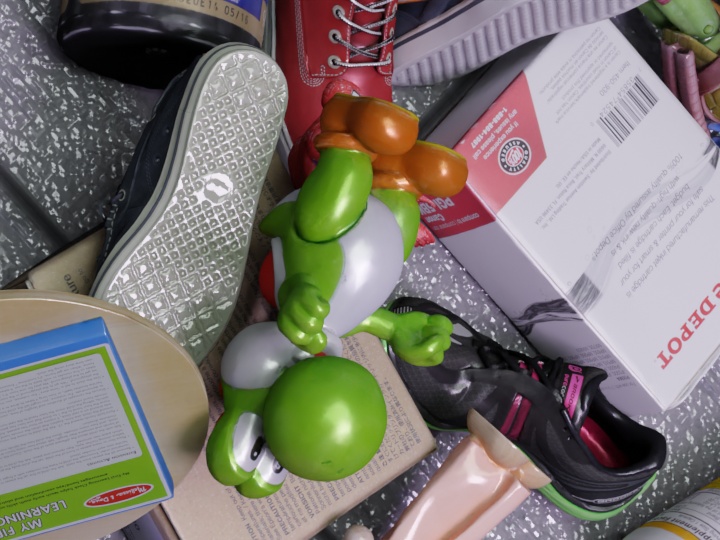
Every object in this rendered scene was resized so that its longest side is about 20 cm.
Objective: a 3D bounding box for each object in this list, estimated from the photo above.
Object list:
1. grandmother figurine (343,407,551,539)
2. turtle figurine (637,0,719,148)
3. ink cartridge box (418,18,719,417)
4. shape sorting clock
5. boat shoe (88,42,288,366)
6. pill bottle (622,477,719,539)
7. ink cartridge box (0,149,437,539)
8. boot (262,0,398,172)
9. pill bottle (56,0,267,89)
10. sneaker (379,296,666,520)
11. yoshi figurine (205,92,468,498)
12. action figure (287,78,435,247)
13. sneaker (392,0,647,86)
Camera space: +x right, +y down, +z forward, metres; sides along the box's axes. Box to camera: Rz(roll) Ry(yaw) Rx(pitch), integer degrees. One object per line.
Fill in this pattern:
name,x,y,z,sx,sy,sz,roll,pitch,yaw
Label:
grandmother figurine,0.015,0.168,1.325,0.200,0.061,0.121,-49,140,-1
turtle figurine,0.227,-0.179,1.473,0.193,0.200,0.144,34,34,-14
ink cartridge box,0.138,-0.032,1.435,0.200,0.083,0.147,48,65,-12
shape sorting clock,-0.173,0.077,1.189,0.199,0.201,0.039,13,39,-24
boat shoe,-0.095,-0.021,1.248,0.074,0.062,0.201,21,88,-26
pill bottle,0.215,0.183,1.423,0.199,0.113,0.113,-26,94,-28
ink cartridge box,-0.078,0.055,1.317,0.164,0.075,0.201,-31,97,-26
boot,0.001,-0.136,1.349,0.072,0.144,0.202,-7,87,-29
pill bottle,-0.098,-0.207,1.328,0.111,0.112,0.202,13,77,-24
sneaker,0.094,0.067,1.389,0.199,0.084,0.077,31,47,-24
yoshi figurine,-0.005,0.022,1.195,0.112,0.112,0.201,24,81,-6
action figure,0.000,0.000,1.287,0.098,0.065,0.202,9,78,-16
sneaker,0.085,-0.169,1.368,0.078,0.199,0.080,8,70,-48
